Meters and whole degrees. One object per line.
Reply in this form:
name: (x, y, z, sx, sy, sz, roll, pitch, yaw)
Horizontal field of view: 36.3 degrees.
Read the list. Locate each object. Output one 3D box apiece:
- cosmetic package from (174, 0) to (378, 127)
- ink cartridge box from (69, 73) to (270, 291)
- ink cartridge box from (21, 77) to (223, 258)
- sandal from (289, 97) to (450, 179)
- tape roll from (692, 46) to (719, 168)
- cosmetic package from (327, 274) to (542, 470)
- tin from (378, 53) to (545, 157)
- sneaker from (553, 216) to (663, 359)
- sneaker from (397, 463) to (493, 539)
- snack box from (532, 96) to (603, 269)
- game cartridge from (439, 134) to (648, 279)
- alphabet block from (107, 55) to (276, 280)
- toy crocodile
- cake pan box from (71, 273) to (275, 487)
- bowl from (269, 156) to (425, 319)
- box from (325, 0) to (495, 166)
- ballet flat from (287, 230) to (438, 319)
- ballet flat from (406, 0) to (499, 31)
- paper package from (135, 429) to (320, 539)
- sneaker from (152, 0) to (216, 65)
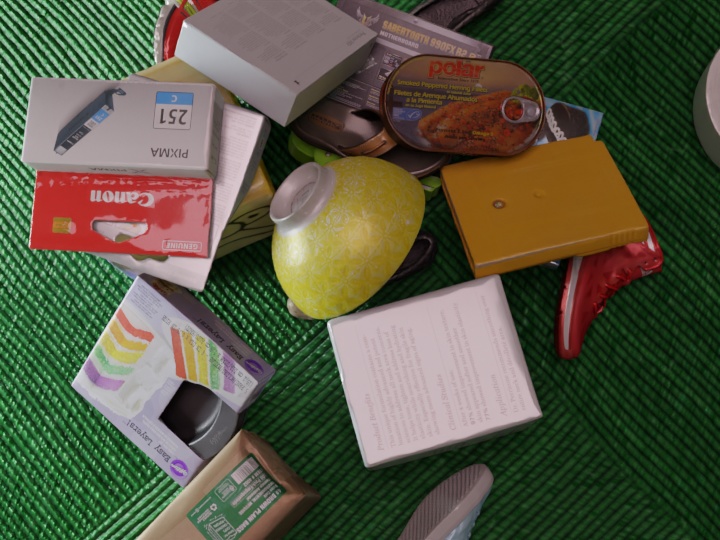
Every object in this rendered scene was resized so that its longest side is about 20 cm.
cosmetic package: (-0.091, -0.256, 1.243, 0.150, 0.052, 0.200, 32, 40, 9)
ink cartridge box: (-0.204, -0.094, 1.183, 0.159, 0.047, 0.201, 19, 86, 7)
ink cartridge box: (-0.250, -0.108, 1.143, 0.199, 0.045, 0.177, 3, 81, 6)
sandal: (0.010, -0.165, 1.300, 0.199, 0.055, 0.082, 23, 70, 6)
tape roll: (0.510, -0.203, 1.334, 0.201, 0.071, 0.203, -1, 79, 4)
cosmetic package: (0.082, 0.121, 1.250, 0.199, 0.166, 0.168, -15, 78, 0)
tin: (0.118, -0.191, 1.278, 0.199, 0.042, 0.113, 3, 93, -16)
sneaker: (0.298, 0.015, 1.303, 0.115, 0.078, 0.201, 11, 81, 7)
sneaker: (0.097, 0.318, 1.271, 0.082, 0.074, 0.200, 45, 79, -20)
snack box: (0.215, -0.113, 1.352, 0.116, 0.037, 0.201, 17, 81, 7)
game cartridge: (0.206, -0.077, 1.266, 0.199, 0.033, 0.177, -11, 45, -2)
alphabet block: (-0.218, -0.117, 1.303, 0.199, 0.195, 0.197, -23, 80, -2)
toy crocodile: (0.004, -0.131, 1.353, 0.199, 0.068, 0.062, 16, 74, 6)
cake pan box: (-0.219, 0.128, 1.286, 0.200, 0.052, 0.184, 41, 116, 8)
bowl: (-0.037, -0.057, 1.221, 0.108, 0.200, 0.201, 38, 82, -30)
box: (0.045, -0.235, 1.348, 0.199, 0.048, 0.159, 21, 104, 5)
ballet flat: (0.000, 0.000, 1.334, 0.199, 0.057, 0.067, -26, 78, -2)
ballet flat: (0.098, -0.318, 1.374, 0.200, 0.057, 0.067, -38, 84, 8)
paper package: (-0.153, 0.287, 1.221, 0.103, 0.191, 0.200, 44, 83, 10)
sneaker: (-0.211, -0.316, 1.401, 0.085, 0.077, 0.201, 12, 80, 1)
